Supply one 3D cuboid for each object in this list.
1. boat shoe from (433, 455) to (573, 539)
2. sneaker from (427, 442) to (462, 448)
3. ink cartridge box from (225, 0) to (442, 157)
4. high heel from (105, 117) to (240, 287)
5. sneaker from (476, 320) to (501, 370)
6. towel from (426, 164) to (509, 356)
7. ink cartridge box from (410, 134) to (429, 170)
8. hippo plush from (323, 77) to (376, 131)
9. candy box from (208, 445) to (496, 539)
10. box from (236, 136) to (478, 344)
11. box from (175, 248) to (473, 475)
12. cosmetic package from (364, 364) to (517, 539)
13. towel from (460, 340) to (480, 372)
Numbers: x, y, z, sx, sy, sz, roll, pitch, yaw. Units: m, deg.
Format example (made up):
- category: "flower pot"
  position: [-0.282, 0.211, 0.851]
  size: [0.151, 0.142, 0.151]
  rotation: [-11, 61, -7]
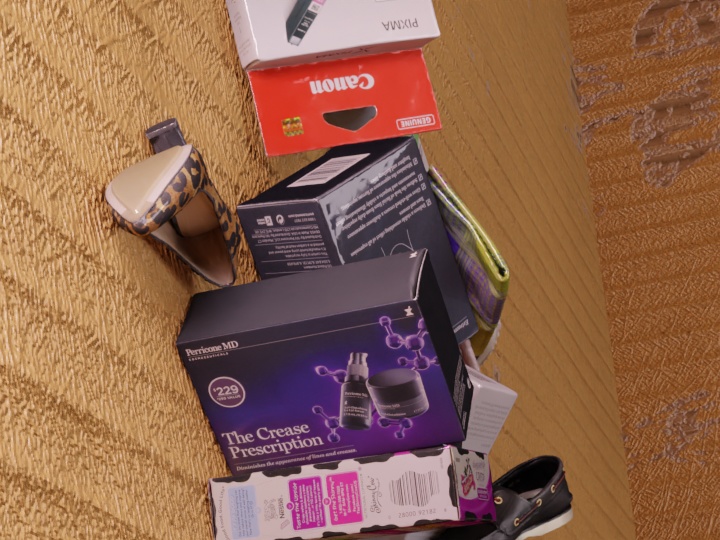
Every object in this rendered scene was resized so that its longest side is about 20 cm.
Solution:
- category: "boat shoe"
  position: [0.118, 0.225, 1.566]
  size: [0.201, 0.073, 0.063]
  rotation: [-23, 108, -44]
- category: "sneaker"
  position: [-0.003, 0.113, 1.477]
  size: [0.200, 0.083, 0.072]
  rotation: [46, 31, 8]
- category: "ink cartridge box"
  position: [-0.017, -0.208, 1.634]
  size: [0.044, 0.199, 0.174]
  rotation: [-26, -103, 62]
- category: "high heel"
  position: [-0.129, -0.024, 1.307]
  size: [0.200, 0.071, 0.143]
  rotation: [-86, 154, -68]
- category: "sneaker"
  position: [0.071, 0.115, 1.895]
  size: [0.070, 0.099, 0.201]
  rotation: [51, -54, 54]
- category: "towel"
  position: [0.087, -0.004, 1.669]
  size: [0.144, 0.023, 0.200]
  rotation: [54, -19, 16]
- category: "ink cartridge box"
  position: [0.038, -0.056, 1.906]
  size: [0.146, 0.084, 0.200]
  rotation: [-84, 157, -48]
- category: "hippo plush"
  position: [-0.008, -0.225, 1.723]
  size: [0.200, 0.159, 0.161]
  rotation: [57, 26, -55]
- category: "candy box"
  position: [-0.004, 0.183, 1.380]
  size: [0.136, 0.199, 0.061]
  rotation: [28, 53, -72]
- category: "box"
  position: [0.000, 0.000, 1.575]
  size: [0.148, 0.107, 0.201]
  rotation: [-34, 111, -43]
- category: "box"
  position: [-0.026, 0.076, 1.375]
  size: [0.079, 0.199, 0.142]
  rotation: [-73, 148, -58]
- category: "cosmetic package"
  position: [0.054, 0.180, 1.552]
  size: [0.201, 0.071, 0.101]
  rotation: [-64, 154, 3]
- category: "towel"
  position: [0.041, 0.030, 1.755]
  size: [0.200, 0.032, 0.192]
  rotation: [30, -34, 56]
